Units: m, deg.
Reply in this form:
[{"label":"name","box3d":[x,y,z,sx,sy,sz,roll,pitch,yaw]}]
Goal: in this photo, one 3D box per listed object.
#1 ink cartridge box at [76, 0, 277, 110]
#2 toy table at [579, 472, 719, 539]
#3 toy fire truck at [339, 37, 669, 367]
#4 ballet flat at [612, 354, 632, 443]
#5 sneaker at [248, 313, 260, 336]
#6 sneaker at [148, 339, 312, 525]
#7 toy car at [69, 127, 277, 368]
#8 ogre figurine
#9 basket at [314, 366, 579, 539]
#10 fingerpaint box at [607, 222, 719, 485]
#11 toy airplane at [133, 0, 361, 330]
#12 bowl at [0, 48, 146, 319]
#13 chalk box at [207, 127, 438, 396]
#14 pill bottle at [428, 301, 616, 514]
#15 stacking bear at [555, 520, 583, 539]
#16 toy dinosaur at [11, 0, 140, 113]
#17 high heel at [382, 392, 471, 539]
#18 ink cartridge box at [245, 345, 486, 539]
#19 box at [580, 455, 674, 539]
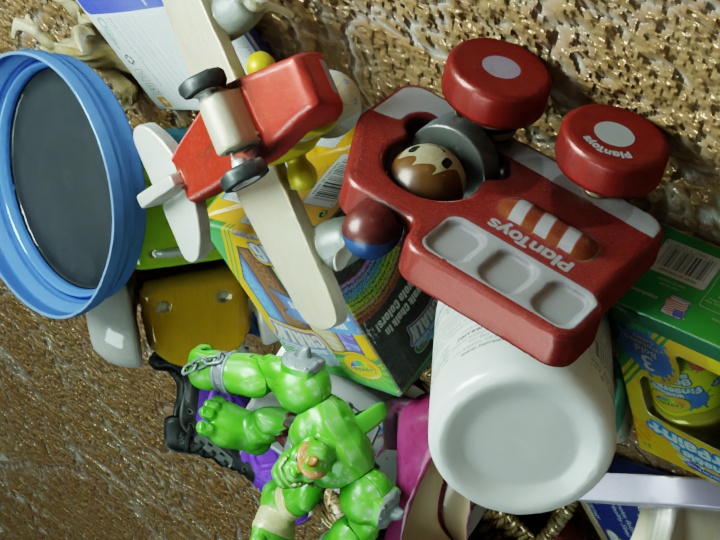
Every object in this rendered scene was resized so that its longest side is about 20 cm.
[{"label":"ink cartridge box","box3d":[-0.135,-0.197,1.353,0.199,0.047,0.198,5,137,51]},{"label":"toy table","box3d":[0.232,0.204,1.332,0.183,0.118,0.199,10,172,-37]},{"label":"toy fire truck","box3d":[0.075,-0.037,1.117,0.199,0.168,0.113,31,130,18]},{"label":"ballet flat","box3d":[0.149,0.105,1.338,0.070,0.068,0.200,7,154,-23]},{"label":"sneaker","box3d":[-0.119,0.033,1.695,0.199,0.079,0.066,27,152,26]},{"label":"sneaker","box3d":[-0.117,0.139,1.635,0.201,0.099,0.070,62,162,1]},{"label":"toy car","box3d":[-0.143,-0.026,1.550,0.151,0.173,0.201,-104,6,-50]},{"label":"ogre figurine","box3d":[-0.043,0.132,1.398,0.119,0.098,0.202,-28,74,41]},{"label":"basket","box3d":[0.058,0.195,1.627,0.200,0.143,0.149,41,157,0]},{"label":"fingerpaint box","box3d":[0.261,0.080,1.196,0.199,0.073,0.167,25,152,33]},{"label":"toy airplane","box3d":[-0.064,-0.085,1.238,0.199,0.140,0.202,40,144,44]},{"label":"bowl","box3d":[-0.228,-0.066,1.433,0.200,0.039,0.203,19,115,45]},{"label":"chalk box","box3d":[0.000,0.000,1.391,0.123,0.125,0.201,15,146,44]},{"label":"pill bottle","box3d":[0.102,0.048,1.211,0.113,0.201,0.115,2,125,4]},{"label":"stacking bear","box3d":[0.234,0.307,1.617,0.199,0.122,0.114,29,163,3]},{"label":"toy dinosaur","box3d":[-0.214,-0.180,1.486,0.101,0.059,0.200,29,172,10]},{"label":"high heel","box3d":[0.057,0.189,1.393,0.096,0.067,0.202,2,105,66]},{"label":"ink cartridge box","box3d":[0.012,0.132,1.520,0.199,0.084,0.145,34,-172,1]},{"label":"box","box3d":[0.257,0.206,1.487,0.199,0.032,0.122,14,146,44]}]
